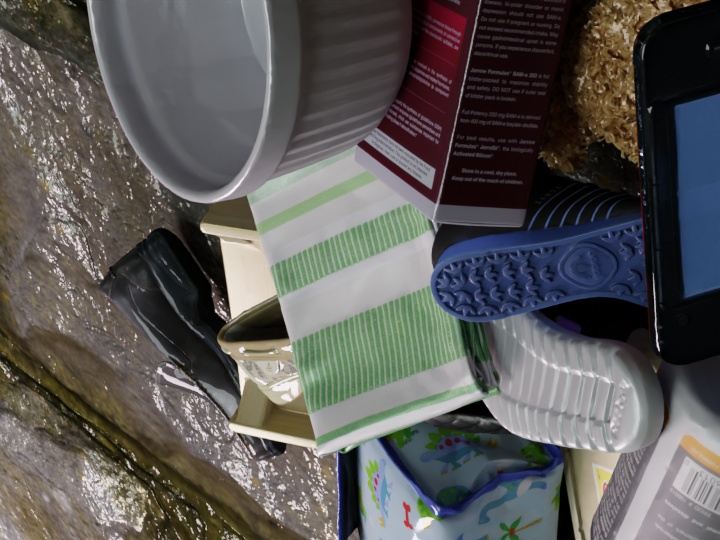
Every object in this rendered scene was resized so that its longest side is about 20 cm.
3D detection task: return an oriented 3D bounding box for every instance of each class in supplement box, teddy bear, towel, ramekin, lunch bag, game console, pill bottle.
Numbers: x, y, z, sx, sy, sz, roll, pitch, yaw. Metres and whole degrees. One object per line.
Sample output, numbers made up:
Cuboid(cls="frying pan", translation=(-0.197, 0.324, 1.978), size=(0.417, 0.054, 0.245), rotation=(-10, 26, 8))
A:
Cuboid(cls="supplement box", translation=(0.060, -0.136, 1.062), size=(0.109, 0.061, 0.201), rotation=(42, 126, 57))
Cuboid(cls="teddy bear", translation=(0.140, -0.115, 1.058), size=(0.199, 0.067, 0.146), rotation=(7, 120, 50))
Cuboid(cls="towel", translation=(0.000, 0.000, 1.206), size=(0.152, 0.023, 0.201), rotation=(-25, 77, 40))
Cuboid(cls="ramekin", translation=(-0.059, -0.144, 1.076), size=(0.200, 0.105, 0.201), rotation=(27, 124, 50))
Cuboid(cls="lunch bag", translation=(0.042, 0.140, 1.359), size=(0.200, 0.127, 0.171), rotation=(52, 153, 41))
Cuboid(cls="game console", translation=(0.235, -0.032, 0.962), size=(0.119, 0.171, 0.201), rotation=(-123, 21, -56))
Cuboid(cls="pill bottle", translation=(0.196, 0.137, 1.119), size=(0.116, 0.116, 0.201), rotation=(39, 133, 26))

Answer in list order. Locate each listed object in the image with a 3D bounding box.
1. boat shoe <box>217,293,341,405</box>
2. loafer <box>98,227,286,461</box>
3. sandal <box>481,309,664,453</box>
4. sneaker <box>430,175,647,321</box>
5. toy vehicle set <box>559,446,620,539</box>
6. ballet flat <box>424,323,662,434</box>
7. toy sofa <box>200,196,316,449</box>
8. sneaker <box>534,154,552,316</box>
Cuboid(cls="boat shoe", translation=(-0.026, 0.030, 1.293), size=(0.063, 0.074, 0.200), rotation=(36, 139, -15))
Cuboid(cls="loafer", translation=(-0.128, 0.068, 1.540), size=(0.201, 0.072, 0.073), rotation=(58, -172, 10))
Cuboid(cls="sandal", translation=(0.119, 0.061, 1.131), size=(0.202, 0.050, 0.083), rotation=(-152, 59, -61))
Cuboid(cls="sneaker", translation=(0.137, -0.021, 1.104), size=(0.199, 0.078, 0.070), rotation=(-3, 127, 12))
Cuboid(cls="toy vehicle set", translation=(0.185, 0.151, 1.254), size=(0.124, 0.026, 0.201), rotation=(20, 131, 44))
Cuboid(cls="ballet flat", translation=(0.109, 0.074, 1.206), size=(0.199, 0.057, 0.067), rotation=(-13, 91, 41))
Cuboid(cls="toy sofa", translation=(-0.050, 0.022, 1.426), size=(0.082, 0.098, 0.201), rotation=(9, 128, 19))
Cuboid(cls="sneaker", translation=(0.068, -0.050, 1.204), size=(0.078, 0.075, 0.201), rotation=(30, 136, 41))
